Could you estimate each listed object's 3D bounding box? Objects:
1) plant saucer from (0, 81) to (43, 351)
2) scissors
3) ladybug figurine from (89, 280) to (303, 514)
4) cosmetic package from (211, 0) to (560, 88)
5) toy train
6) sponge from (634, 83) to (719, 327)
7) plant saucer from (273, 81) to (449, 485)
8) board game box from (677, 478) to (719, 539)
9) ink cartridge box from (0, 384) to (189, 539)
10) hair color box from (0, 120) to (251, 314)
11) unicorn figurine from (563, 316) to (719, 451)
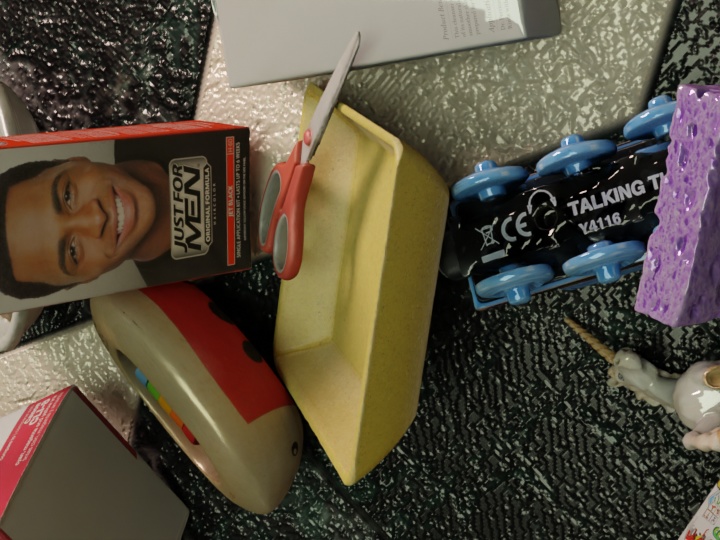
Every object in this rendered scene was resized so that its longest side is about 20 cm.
[{"bbox_3d":[-0.246,-0.045,0.895,0.200,0.050,0.201,22,115,57],"label":"plant saucer"},{"bbox_3d":[-0.036,-0.080,0.793,0.073,0.014,0.201,-111,29,-45],"label":"scissors"},{"bbox_3d":[-0.108,0.073,0.858,0.072,0.136,0.200,-38,80,-18],"label":"ladybug figurine"},{"bbox_3d":[0.011,-0.180,0.763,0.199,0.081,0.113,-3,100,26],"label":"cosmetic package"},{"bbox_3d":[0.141,-0.033,0.716,0.199,0.114,0.087,-19,77,27],"label":"toy train"},{"bbox_3d":[0.223,-0.039,0.640,0.030,0.199,0.112,25,115,46],"label":"sponge"},{"bbox_3d":[0.000,0.000,0.775,0.048,0.200,0.201,2,107,-19],"label":"plant saucer"},{"bbox_3d":[0.264,0.148,0.675,0.127,0.199,0.035,-63,29,22],"label":"board game box"},{"bbox_3d":[-0.257,0.207,0.909,0.199,0.145,0.145,-24,118,26],"label":"ink cartridge box"},{"bbox_3d":[-0.164,-0.039,0.802,0.061,0.199,0.102,13,109,45],"label":"hair color box"},{"bbox_3d":[0.216,0.059,0.709,0.199,0.137,0.074,-4,89,10],"label":"unicorn figurine"}]
